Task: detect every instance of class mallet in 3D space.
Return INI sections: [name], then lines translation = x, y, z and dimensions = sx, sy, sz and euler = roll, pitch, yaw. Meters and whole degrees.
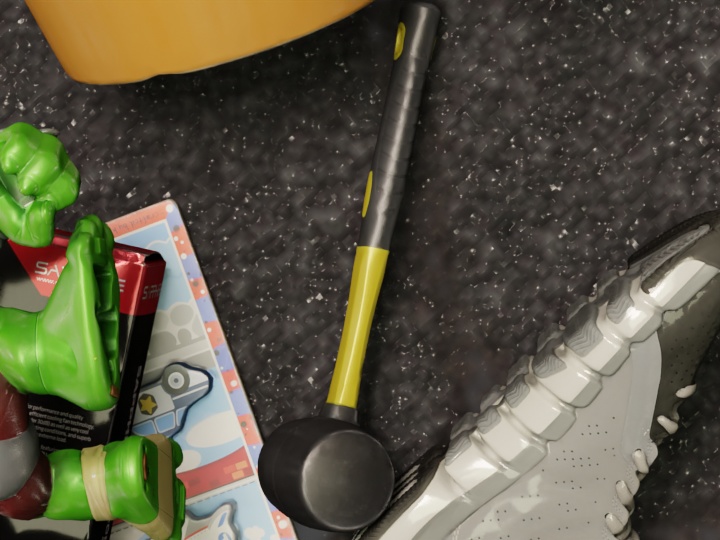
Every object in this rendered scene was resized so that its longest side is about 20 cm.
[mallet]
translation = 0.000, 0.000, 0.961
dimensions = 0.041, 0.066, 0.202
euler = 13, 78, -17

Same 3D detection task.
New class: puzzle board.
[puzzle board]
translation = -0.138, 0.078, 0.983
dimensions = 0.199, 0.017, 0.152
euler = -20, 91, 5

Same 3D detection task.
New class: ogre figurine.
[ogre figurine]
translation = -0.132, 0.052, 0.872
dimensions = 0.119, 0.099, 0.201
euler = -7, 135, 9

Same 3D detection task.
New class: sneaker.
[sneaker]
translation = 0.099, 0.077, 0.942
dimensions = 0.116, 0.075, 0.200
euler = 45, 106, -3

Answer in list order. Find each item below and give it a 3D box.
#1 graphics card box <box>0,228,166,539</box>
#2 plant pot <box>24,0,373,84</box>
[graphics card box]
translation = -0.153, 0.079, 0.952
dimensions = 0.124, 0.051, 0.202
euler = 11, 92, 4
[plant pot]
translation = -0.070, -0.172, 0.888
dimensions = 0.199, 0.200, 0.185
euler = -15, 107, 5
